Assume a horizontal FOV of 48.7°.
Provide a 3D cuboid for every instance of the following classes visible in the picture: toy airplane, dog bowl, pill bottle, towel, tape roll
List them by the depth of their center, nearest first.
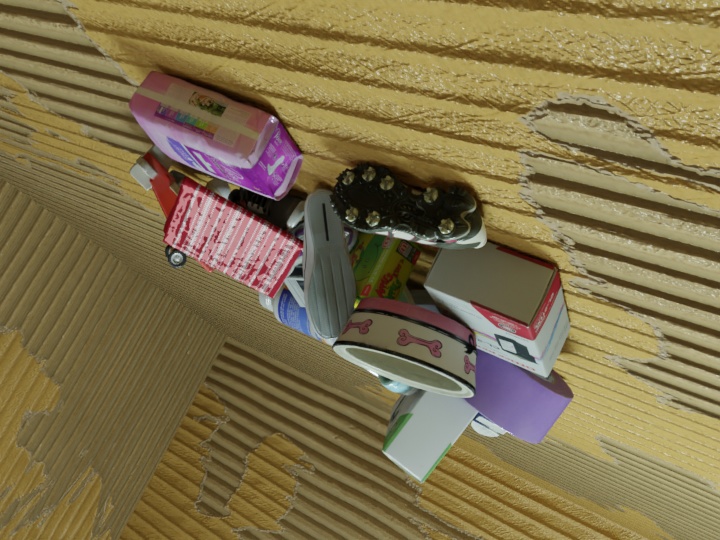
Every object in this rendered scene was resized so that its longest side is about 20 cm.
[{"bbox_3d":[0.065,0.100,1.049,0.196,0.075,0.200,18,165,5],"label":"dog bowl"},{"bbox_3d":[-0.191,-0.047,1.173,0.197,0.023,0.145,28,137,-8],"label":"towel"},{"bbox_3d":[0.213,0.158,1.186,0.198,0.086,0.200,34,-169,-8],"label":"tape roll"},{"bbox_3d":[-0.282,-0.121,1.294,0.202,0.139,0.200,60,167,27],"label":"toy airplane"},{"bbox_3d":[-0.110,0.068,1.628,0.197,0.113,0.112,21,165,30],"label":"pill bottle"}]

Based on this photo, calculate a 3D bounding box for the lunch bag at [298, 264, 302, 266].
[{"bbox_3d":[-0.144,-0.027,1.432,0.197,0.077,0.160,20,166,30],"label":"lunch bag"}]

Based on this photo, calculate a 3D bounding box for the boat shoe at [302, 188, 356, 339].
[{"bbox_3d":[-0.044,-0.011,1.098,0.072,0.205,0.067,-1,-175,-9],"label":"boat shoe"}]

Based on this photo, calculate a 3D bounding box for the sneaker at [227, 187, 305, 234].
[{"bbox_3d":[-0.151,-0.095,1.204,0.082,0.078,0.199,45,159,-25],"label":"sneaker"}]

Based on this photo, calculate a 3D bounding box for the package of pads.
[{"bbox_3d":[-0.178,-0.166,0.987,0.197,0.077,0.121,23,169,22],"label":"package of pads"}]

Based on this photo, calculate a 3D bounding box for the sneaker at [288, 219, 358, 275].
[{"bbox_3d":[-0.076,-0.055,1.215,0.198,0.100,0.075,-15,119,41],"label":"sneaker"}]

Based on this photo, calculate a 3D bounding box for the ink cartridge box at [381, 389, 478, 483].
[{"bbox_3d":[0.112,0.216,1.246,0.084,0.147,0.200,36,-169,0],"label":"ink cartridge box"}]

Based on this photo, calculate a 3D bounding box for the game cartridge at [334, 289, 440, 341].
[{"bbox_3d":[0.050,0.094,1.327,0.196,0.041,0.134,-14,139,20],"label":"game cartridge"}]

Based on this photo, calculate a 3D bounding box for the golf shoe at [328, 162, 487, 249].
[{"bbox_3d":[0.051,-0.062,0.905,0.198,0.078,0.088,20,172,34],"label":"golf shoe"}]

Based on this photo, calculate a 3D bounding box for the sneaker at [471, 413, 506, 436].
[{"bbox_3d":[0.275,0.208,1.427,0.080,0.117,0.199,30,137,-19],"label":"sneaker"}]

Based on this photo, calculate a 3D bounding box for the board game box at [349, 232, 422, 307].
[{"bbox_3d":[0.000,0.000,1.169,0.047,0.103,0.199,33,166,-26],"label":"board game box"}]

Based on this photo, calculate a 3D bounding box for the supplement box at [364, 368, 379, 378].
[{"bbox_3d":[0.073,0.159,1.541,0.198,0.102,0.104,34,-168,-21],"label":"supplement box"}]

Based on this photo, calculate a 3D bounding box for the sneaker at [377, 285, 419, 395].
[{"bbox_3d":[0.041,0.083,1.189,0.073,0.203,0.081,-29,155,27],"label":"sneaker"}]

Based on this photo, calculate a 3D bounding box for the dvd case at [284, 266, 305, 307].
[{"bbox_3d":[-0.022,0.033,1.339,0.195,0.025,0.151,3,159,10],"label":"dvd case"}]

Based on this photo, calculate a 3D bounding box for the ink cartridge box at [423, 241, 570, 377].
[{"bbox_3d":[0.180,0.047,1.012,0.144,0.084,0.200,22,165,27],"label":"ink cartridge box"}]
